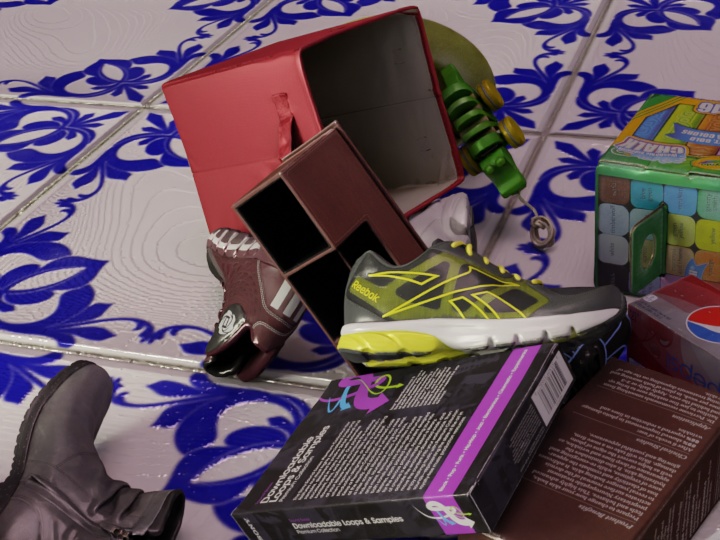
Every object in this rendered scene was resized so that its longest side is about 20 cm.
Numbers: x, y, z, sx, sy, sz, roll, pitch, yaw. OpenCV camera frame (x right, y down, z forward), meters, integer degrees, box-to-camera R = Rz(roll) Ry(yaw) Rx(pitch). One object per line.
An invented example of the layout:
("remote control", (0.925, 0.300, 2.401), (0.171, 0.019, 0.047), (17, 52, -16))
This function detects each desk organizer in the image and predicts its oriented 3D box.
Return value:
("desk organizer", (0.000, 0.000, 0.918), (0.072, 0.201, 0.077), (-28, 12, 45))

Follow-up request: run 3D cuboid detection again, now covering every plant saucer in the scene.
("plant saucer", (0.036, -0.171, 1.231), (0.198, 0.201, 0.031), (1, 53, 10))

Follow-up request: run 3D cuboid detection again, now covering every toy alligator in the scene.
("toy alligator", (0.119, -0.109, 1.125), (0.059, 0.201, 0.054), (-33, -17, 21))

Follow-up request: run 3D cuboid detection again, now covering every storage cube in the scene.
("storage cube", (-0.042, -0.124, 1.107), (0.179, 0.172, 0.200), (-4, 19, 42))

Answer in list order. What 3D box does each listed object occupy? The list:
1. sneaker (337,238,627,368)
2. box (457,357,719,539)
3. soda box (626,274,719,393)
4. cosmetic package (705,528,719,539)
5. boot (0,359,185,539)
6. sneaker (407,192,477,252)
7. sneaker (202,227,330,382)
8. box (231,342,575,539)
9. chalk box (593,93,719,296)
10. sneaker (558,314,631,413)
("sneaker", (0.079, 0.016, 0.832), (0.198, 0.085, 0.074), (-5, -13, 8))
("box", (0.155, 0.144, 0.775), (0.100, 0.076, 0.200), (18, 36, 34))
("soda box", (0.281, 0.079, 0.875), (0.070, 0.064, 0.200), (-20, 34, -23))
("cosmetic package", (0.192, 0.202, 0.641), (0.199, 0.102, 0.074), (-24, 34, -31))
("boot", (-0.175, 0.148, 0.833), (0.130, 0.070, 0.201), (5, 43, 15))
("sneaker", (0.052, -0.001, 1.051), (0.098, 0.079, 0.200), (-8, 21, 7))
("sneaker", (-0.105, 0.031, 1.014), (0.116, 0.075, 0.200), (-60, 21, -11))
("box", (0.026, 0.114, 0.792), (0.199, 0.036, 0.143), (-12, 27, 40))
("chalk box", (0.274, -0.052, 1.042), (0.123, 0.126, 0.200), (11, 35, 26))
("sneaker", (0.136, 0.088, 0.872), (0.199, 0.071, 0.078), (-33, 29, -26))
